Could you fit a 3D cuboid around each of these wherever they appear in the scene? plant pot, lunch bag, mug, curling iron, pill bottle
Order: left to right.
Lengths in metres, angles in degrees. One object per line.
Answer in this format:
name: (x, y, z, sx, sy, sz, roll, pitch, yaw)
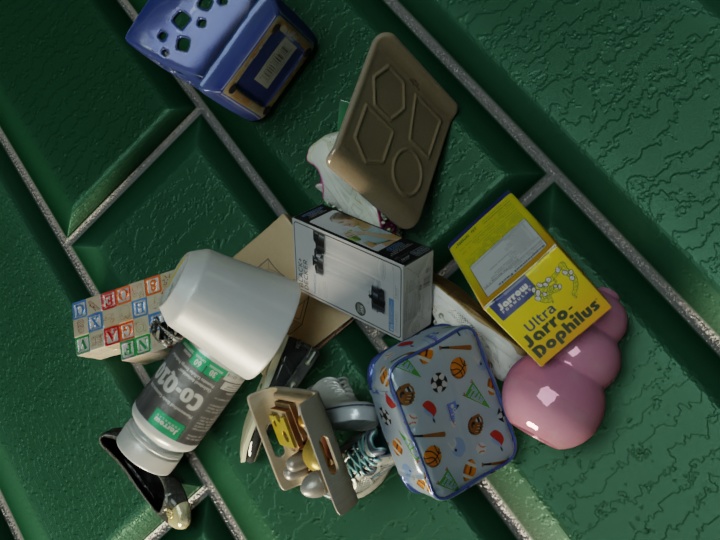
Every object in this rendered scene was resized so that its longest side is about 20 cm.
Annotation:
pill bottle: (-0.257, 0.188, 1.341, 0.113, 0.113, 0.200, 38, 96, 27)
curling iron: (-0.244, 0.058, 1.327, 0.050, 0.200, 0.026, 34, 113, 1)
mug: (-0.190, 0.049, 1.263, 0.150, 0.153, 0.186, -66, 19, -14)
plant pot: (-0.193, -0.349, 1.394, 0.180, 0.200, 0.200, 39, 96, 20)
lunch bag: (0.105, 0.172, 1.139, 0.076, 0.160, 0.201, -4, 108, 60)

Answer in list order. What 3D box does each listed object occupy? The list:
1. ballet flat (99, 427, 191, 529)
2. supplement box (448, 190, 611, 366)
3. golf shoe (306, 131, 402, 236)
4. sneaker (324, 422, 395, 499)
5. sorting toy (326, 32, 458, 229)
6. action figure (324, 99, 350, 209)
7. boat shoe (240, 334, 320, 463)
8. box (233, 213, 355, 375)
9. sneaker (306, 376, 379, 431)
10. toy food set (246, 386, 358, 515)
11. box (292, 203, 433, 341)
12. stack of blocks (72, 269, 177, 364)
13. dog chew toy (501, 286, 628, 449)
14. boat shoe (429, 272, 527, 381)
ballet flat: (-0.318, 0.309, 1.369, 0.200, 0.057, 0.067, 40, 112, 28)
supplement box: (0.197, 0.004, 1.118, 0.109, 0.110, 0.200, -43, 21, 11)
golf shoe: (-0.006, -0.101, 1.275, 0.091, 0.075, 0.200, -11, 114, 25)
sneaker: (0.016, 0.234, 1.219, 0.200, 0.086, 0.078, -37, 65, 13)
sorting toy: (0.042, -0.182, 1.234, 0.036, 0.185, 0.200, 6, 67, 44)
action figure: (-0.005, -0.130, 1.318, 0.118, 0.055, 0.201, 16, 101, -13)
boat shoe: (-0.118, 0.187, 1.299, 0.067, 0.072, 0.200, 21, 103, -12)
box: (-0.118, 0.040, 1.362, 0.163, 0.021, 0.200, -40, 65, 12)
sneaker: (-0.035, 0.173, 1.217, 0.200, 0.073, 0.071, -19, 64, 62)
toy food set: (-0.082, 0.226, 1.176, 0.200, 0.060, 0.144, -9, 103, 63)
box: (0.000, 0.000, 1.226, 0.200, 0.060, 0.117, 26, 129, 36)
stack of blocks: (-0.345, 0.084, 1.436, 0.199, 0.059, 0.116, -16, 72, 21)
dog chew toy: (0.256, 0.112, 1.123, 0.124, 0.125, 0.200, 26, 81, 27)
boat shoe: (0.126, 0.069, 1.215, 0.200, 0.071, 0.069, 41, 110, 29)
